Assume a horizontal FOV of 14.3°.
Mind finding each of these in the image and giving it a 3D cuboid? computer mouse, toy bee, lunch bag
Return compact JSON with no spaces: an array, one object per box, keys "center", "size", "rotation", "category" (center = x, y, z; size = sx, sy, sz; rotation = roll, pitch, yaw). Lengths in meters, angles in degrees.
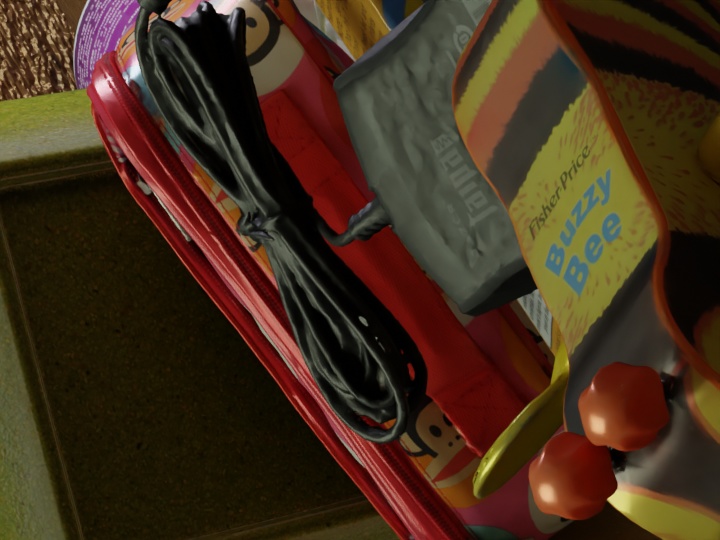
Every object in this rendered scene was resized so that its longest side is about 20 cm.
[{"center":[0.018,-0.055,0.686],"size":[0.141,0.046,0.200],"rotation":[58,146,8],"category":"computer mouse"},{"center":[0.066,0.003,0.504],"size":[0.200,0.108,0.132],"rotation":[36,118,44],"category":"toy bee"},{"center":[0.000,0.000,0.870],"size":[0.200,0.082,0.176],"rotation":[53,180,-8],"category":"lunch bag"}]

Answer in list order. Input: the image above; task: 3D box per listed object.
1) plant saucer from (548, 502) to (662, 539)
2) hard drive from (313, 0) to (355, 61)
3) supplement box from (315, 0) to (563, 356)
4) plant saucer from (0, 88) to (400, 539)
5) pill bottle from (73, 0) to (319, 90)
[{"center":[0.132,0.140,0.896],"size":[0.200,0.049,0.200],"rotation":[41,178,-12],"category":"plant saucer"},{"center":[0.049,-0.023,0.995],"size":[0.200,0.038,0.140],"rotation":[56,174,17],"category":"hard drive"},{"center":[0.049,-0.044,0.748],"size":[0.200,0.066,0.069],"rotation":[56,174,16],"category":"supplement box"},{"center":[-0.059,0.028,0.964],"size":[0.048,0.199,0.201],"rotation":[-27,77,59],"category":"plant saucer"},{"center":[-0.062,-0.085,1.228],"size":[0.113,0.112,0.200],"rotation":[60,173,-21],"category":"pill bottle"}]
